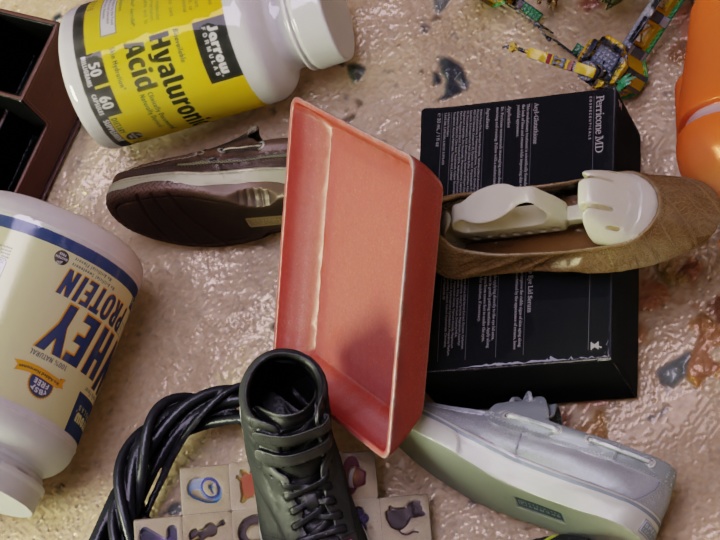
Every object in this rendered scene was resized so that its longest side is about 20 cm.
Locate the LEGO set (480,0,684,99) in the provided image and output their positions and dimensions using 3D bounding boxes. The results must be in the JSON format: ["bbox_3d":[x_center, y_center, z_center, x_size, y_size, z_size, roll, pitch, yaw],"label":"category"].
[{"bbox_3d":[0.138,-0.220,1.738,0.154,0.116,0.200,-49,60,14],"label":"LEGO set"}]

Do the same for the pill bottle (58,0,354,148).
[{"bbox_3d":[-0.111,-0.166,1.834,0.200,0.111,0.111,-16,62,15],"label":"pill bottle"}]

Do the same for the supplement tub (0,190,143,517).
[{"bbox_3d":[-0.252,0.059,1.767,0.145,0.145,0.200,12,72,26],"label":"supplement tub"}]

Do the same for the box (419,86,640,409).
[{"bbox_3d":[0.114,-0.013,1.693,0.141,0.079,0.200,-6,64,21],"label":"box"}]

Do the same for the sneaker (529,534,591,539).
[{"bbox_3d":[0.074,0.239,1.610,0.200,0.075,0.076,-32,92,1],"label":"sneaker"}]

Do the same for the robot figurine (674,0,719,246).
[{"bbox_3d":[0.269,-0.116,1.655,0.144,0.117,0.200,-1,64,22],"label":"robot figurine"}]

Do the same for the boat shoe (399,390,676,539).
[{"bbox_3d":[0.114,0.121,1.644,0.201,0.070,0.072,21,64,25],"label":"boat shoe"}]

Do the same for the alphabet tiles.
[{"bbox_3d":[-0.050,0.205,1.661,0.200,0.006,0.167,-5,69,1],"label":"alphabet tiles"}]

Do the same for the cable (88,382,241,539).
[{"bbox_3d":[-0.099,0.169,1.709,0.163,0.051,0.200,19,74,25],"label":"cable"}]

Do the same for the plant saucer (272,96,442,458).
[{"bbox_3d":[0.000,0.000,1.665,0.200,0.037,0.200,-148,59,-61],"label":"plant saucer"}]

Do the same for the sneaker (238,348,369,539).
[{"bbox_3d":[-0.038,0.141,1.628,0.071,0.099,0.200,-16,69,-5],"label":"sneaker"}]

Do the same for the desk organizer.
[{"bbox_3d":[-0.276,-0.092,1.885,0.072,0.077,0.200,15,73,27],"label":"desk organizer"}]

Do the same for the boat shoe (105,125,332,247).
[{"bbox_3d":[-0.082,-0.065,1.807,0.202,0.075,0.075,1,53,16],"label":"boat shoe"}]

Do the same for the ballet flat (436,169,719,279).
[{"bbox_3d":[0.129,-0.036,1.611,0.200,0.072,0.068,-4,65,19],"label":"ballet flat"}]
